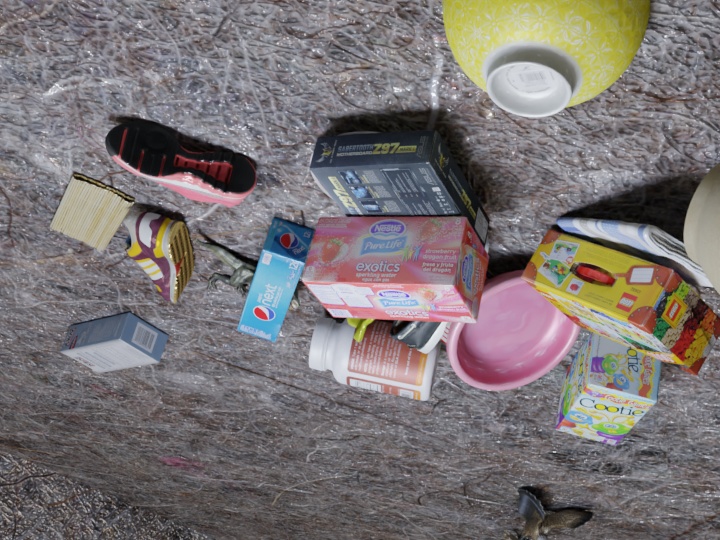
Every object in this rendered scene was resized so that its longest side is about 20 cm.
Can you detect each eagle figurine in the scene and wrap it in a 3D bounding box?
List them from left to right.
[{"bbox_3d":[0.397,0.550,2.320,0.151,0.151,0.201,-13,139,-43],"label":"eagle figurine"}]

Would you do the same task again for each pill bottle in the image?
[{"bbox_3d":[0.023,0.135,1.709,0.199,0.113,0.112,12,153,7],"label":"pill bottle"}]

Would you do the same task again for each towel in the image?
[{"bbox_3d":[0.336,-0.021,1.271,0.146,0.024,0.200,28,175,-21],"label":"towel"}]

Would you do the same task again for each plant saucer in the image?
[{"bbox_3d":[0.209,0.076,1.484,0.199,0.051,0.201,-11,127,-14],"label":"plant saucer"}]

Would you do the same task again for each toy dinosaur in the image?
[{"bbox_3d":[-0.187,0.009,1.655,0.199,0.048,0.088,29,140,-22],"label":"toy dinosaur"}]

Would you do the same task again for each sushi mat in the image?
[{"bbox_3d":[-0.410,-0.085,1.621,0.095,0.012,0.200,24,151,-16],"label":"sushi mat"}]

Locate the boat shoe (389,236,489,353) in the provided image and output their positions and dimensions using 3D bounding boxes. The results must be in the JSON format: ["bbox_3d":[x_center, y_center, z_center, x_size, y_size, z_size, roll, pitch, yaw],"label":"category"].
[{"bbox_3d":[0.105,0.026,1.433,0.060,0.076,0.201,20,115,-16],"label":"boat shoe"}]

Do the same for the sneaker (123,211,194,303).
[{"bbox_3d":[-0.310,-0.026,1.631,0.090,0.075,0.200,20,147,8],"label":"sneaker"}]

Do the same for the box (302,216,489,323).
[{"bbox_3d":[0.044,-0.002,1.302,0.199,0.095,0.103,1,152,26],"label":"box"}]

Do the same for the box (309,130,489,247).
[{"bbox_3d":[0.051,-0.090,1.289,0.157,0.051,0.200,-1,150,28],"label":"box"}]

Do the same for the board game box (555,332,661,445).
[{"bbox_3d":[0.374,0.174,1.616,0.102,0.105,0.200,14,152,2],"label":"board game box"}]

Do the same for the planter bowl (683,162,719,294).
[{"bbox_3d":[0.427,-0.044,1.116,0.134,0.201,0.200,27,166,42],"label":"planter bowl"}]

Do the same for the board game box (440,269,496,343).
[{"bbox_3d":[0.175,0.070,1.582,0.151,0.047,0.200,-12,143,41],"label":"board game box"}]

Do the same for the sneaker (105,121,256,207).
[{"bbox_3d":[-0.239,-0.126,1.394,0.199,0.074,0.087,19,154,-9],"label":"sneaker"}]

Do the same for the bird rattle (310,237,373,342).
[{"bbox_3d":[0.000,0.000,1.487,0.163,0.113,0.200,30,149,9],"label":"bird rattle"}]

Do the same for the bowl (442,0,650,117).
[{"bbox_3d":[0.166,-0.209,0.998,0.199,0.108,0.200,11,153,6],"label":"bowl"}]

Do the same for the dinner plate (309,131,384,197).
[{"bbox_3d":[0.036,-0.118,1.326,0.199,0.024,0.200,12,152,7],"label":"dinner plate"}]

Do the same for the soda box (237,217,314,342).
[{"bbox_3d":[-0.126,0.017,1.564,0.064,0.068,0.200,19,139,-6],"label":"soda box"}]

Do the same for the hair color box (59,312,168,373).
[{"bbox_3d":[-0.466,0.139,2.018,0.199,0.061,0.099,-13,142,41],"label":"hair color box"}]

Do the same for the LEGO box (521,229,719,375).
[{"bbox_3d":[0.324,0.037,1.323,0.149,0.077,0.200,36,173,-39],"label":"LEGO box"}]
